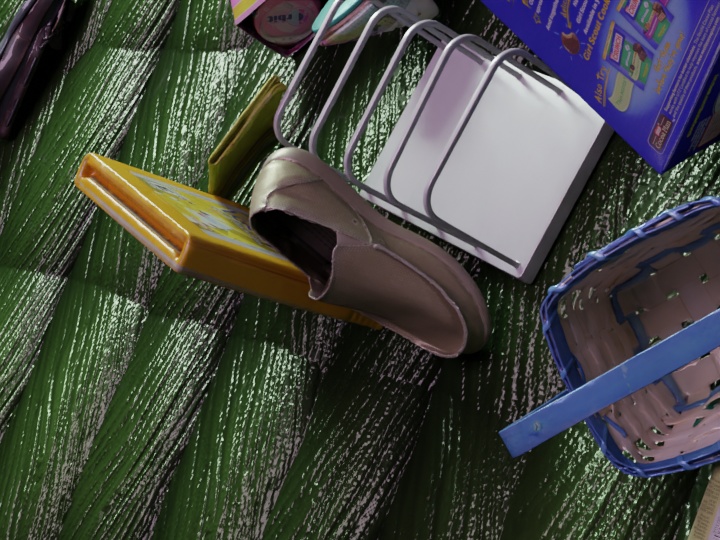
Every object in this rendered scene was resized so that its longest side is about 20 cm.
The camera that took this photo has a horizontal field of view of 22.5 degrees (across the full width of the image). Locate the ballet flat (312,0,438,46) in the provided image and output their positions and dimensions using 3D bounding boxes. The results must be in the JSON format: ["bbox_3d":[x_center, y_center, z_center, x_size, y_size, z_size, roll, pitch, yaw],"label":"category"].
[{"bbox_3d":[0.045,-0.241,1.407,0.200,0.071,0.069,-55,28,-7],"label":"ballet flat"}]

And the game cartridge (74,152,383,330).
[{"bbox_3d":[-0.090,-0.021,1.333,0.176,0.200,0.032,36,106,49],"label":"game cartridge"}]

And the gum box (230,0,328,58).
[{"bbox_3d":[-0.022,-0.287,1.511,0.200,0.066,0.114,-37,46,27],"label":"gum box"}]

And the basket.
[{"bbox_3d":[0.184,0.038,1.011,0.176,0.200,0.139,-31,81,32],"label":"basket"}]

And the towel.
[{"bbox_3d":[-0.089,-0.094,1.410,0.086,0.018,0.200,-55,-1,-9],"label":"towel"}]

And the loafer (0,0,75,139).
[{"bbox_3d":[-0.330,-0.224,1.821,0.200,0.063,0.072,-55,10,2],"label":"loafer"}]

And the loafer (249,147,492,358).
[{"bbox_3d":[0.000,0.000,1.252,0.068,0.200,0.076,-49,-5,-39],"label":"loafer"}]

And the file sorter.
[{"bbox_3d":[0.055,-0.103,1.286,0.200,0.124,0.139,30,92,49],"label":"file sorter"}]

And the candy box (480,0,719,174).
[{"bbox_3d":[0.169,-0.191,1.137,0.200,0.077,0.169,48,148,22],"label":"candy box"}]

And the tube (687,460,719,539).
[{"bbox_3d":[0.194,0.208,1.032,0.058,0.052,0.200,95,-165,-87],"label":"tube"}]
